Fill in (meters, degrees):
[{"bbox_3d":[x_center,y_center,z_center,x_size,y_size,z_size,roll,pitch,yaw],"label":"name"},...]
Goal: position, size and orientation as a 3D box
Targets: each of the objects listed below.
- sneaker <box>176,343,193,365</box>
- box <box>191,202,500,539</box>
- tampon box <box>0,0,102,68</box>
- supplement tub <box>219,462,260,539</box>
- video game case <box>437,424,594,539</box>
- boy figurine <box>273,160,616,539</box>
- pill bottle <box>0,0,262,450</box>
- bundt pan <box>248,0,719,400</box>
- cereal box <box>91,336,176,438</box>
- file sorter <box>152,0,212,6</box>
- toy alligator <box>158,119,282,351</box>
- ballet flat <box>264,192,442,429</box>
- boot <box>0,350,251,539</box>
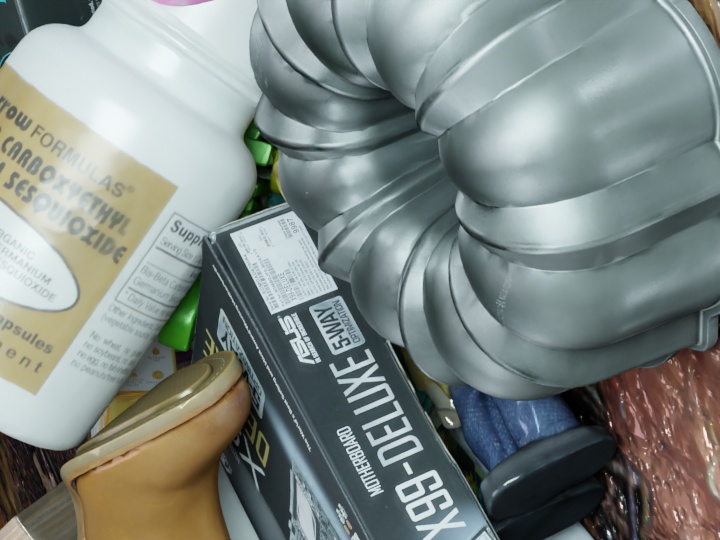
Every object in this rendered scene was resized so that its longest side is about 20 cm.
[{"bbox_3d":[-0.075,-0.001,1.215,0.200,0.075,0.100,128,138,-74],"label":"sneaker"},{"bbox_3d":[-0.005,0.093,0.893,0.200,0.050,0.158,61,161,21],"label":"box"},{"bbox_3d":[-0.160,-0.136,1.130,0.200,0.126,0.150,18,129,52],"label":"tampon box"},{"bbox_3d":[-0.037,0.141,1.076,0.200,0.140,0.140,82,162,-62],"label":"supplement tub"},{"bbox_3d":[0.079,0.164,0.963,0.200,0.022,0.182,-129,26,-51],"label":"video game case"},{"bbox_3d":[0.031,0.010,0.877,0.200,0.064,0.124,59,163,26],"label":"boy figurine"},{"bbox_3d":[-0.108,-0.037,0.892,0.114,0.200,0.114,35,-178,-2],"label":"pill bottle"},{"bbox_3d":[0.033,-0.042,0.717,0.202,0.076,0.202,41,148,33],"label":"bundt pan"},{"bbox_3d":[-0.125,0.041,1.165,0.200,0.039,0.144,-101,15,-45],"label":"cereal box"},{"bbox_3d":[-0.039,-0.207,0.748,0.200,0.125,0.139,98,149,-57],"label":"file sorter"},{"bbox_3d":[-0.049,-0.060,0.972,0.054,0.059,0.200,49,-122,-84],"label":"toy alligator"},{"bbox_3d":[0.000,0.000,0.996,0.062,0.067,0.200,44,-161,-59],"label":"ballet flat"},{"bbox_3d":[-0.065,0.134,0.908,0.155,0.077,0.200,48,128,3],"label":"boot"}]
